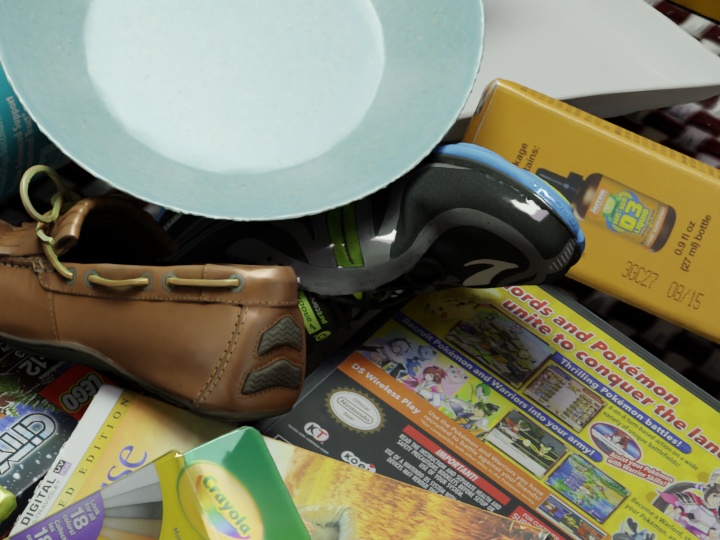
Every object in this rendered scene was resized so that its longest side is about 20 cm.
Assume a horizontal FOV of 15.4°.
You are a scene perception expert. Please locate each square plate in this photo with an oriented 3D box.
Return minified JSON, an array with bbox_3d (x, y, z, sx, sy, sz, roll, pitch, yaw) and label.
[{"bbox_3d":[0.047,-0.111,1.272,0.199,0.029,0.198,-10,33,-26],"label":"square plate"}]

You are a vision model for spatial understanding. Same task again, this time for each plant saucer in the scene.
[{"bbox_3d":[-0.050,-0.098,1.085,0.200,0.039,0.202,3,60,-5],"label":"plant saucer"}]

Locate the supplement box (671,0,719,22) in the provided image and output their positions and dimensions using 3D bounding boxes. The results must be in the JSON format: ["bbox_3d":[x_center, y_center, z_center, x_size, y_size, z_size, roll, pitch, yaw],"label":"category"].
[{"bbox_3d":[0.294,-0.201,1.349,0.197,0.133,0.200,26,47,22],"label":"supplement box"}]

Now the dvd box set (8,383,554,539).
[{"bbox_3d":[-0.045,0.130,0.970,0.199,0.029,0.147,17,63,28],"label":"dvd box set"}]

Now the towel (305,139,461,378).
[{"bbox_3d":[-0.024,-0.007,1.180,0.132,0.035,0.200,19,45,17],"label":"towel"}]

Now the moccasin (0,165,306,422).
[{"bbox_3d":[-0.102,0.000,1.050,0.073,0.078,0.201,-2,14,-42],"label":"moccasin"}]

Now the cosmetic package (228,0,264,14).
[{"bbox_3d":[-0.032,-0.165,1.214,0.105,0.071,0.200,38,48,14],"label":"cosmetic package"}]

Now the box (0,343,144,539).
[{"bbox_3d":[-0.202,0.081,1.062,0.136,0.038,0.200,29,48,24],"label":"box"}]

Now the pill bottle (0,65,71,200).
[{"bbox_3d":[-0.216,-0.061,1.162,0.200,0.111,0.111,-32,54,-33],"label":"pill bottle"}]

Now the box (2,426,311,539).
[{"bbox_3d":[-0.098,0.146,0.909,0.200,0.048,0.118,-28,74,4],"label":"box"}]

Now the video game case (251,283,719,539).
[{"bbox_3d":[0.070,0.091,1.067,0.200,0.026,0.181,35,50,17],"label":"video game case"}]

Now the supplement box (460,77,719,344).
[{"bbox_3d":[0.134,-0.015,1.139,0.199,0.067,0.069,24,10,1],"label":"supplement box"}]

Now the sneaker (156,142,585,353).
[{"bbox_3d":[0.000,0.000,1.079,0.199,0.071,0.083,-5,47,27],"label":"sneaker"}]

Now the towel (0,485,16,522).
[{"bbox_3d":[-0.244,0.103,0.988,0.200,0.023,0.144,-33,55,-30],"label":"towel"}]
